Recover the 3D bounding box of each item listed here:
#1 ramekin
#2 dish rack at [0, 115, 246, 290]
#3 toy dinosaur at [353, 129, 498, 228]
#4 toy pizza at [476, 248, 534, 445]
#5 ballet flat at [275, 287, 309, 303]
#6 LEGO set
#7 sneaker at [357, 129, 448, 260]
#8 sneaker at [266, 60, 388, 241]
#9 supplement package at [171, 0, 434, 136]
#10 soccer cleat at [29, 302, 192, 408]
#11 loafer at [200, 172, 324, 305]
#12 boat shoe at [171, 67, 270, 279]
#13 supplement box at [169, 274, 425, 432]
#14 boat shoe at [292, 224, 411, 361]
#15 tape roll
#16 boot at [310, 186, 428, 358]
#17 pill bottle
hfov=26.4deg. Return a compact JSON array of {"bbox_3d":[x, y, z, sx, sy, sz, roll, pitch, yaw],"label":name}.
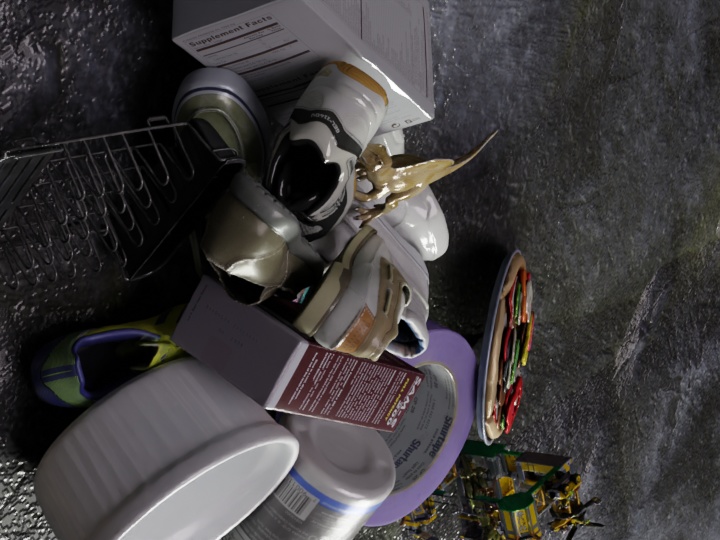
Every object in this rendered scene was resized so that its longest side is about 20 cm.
[{"bbox_3d":[-0.155,0.156,1.191,0.200,0.098,0.201,-33,161,-13],"label":"ramekin"},{"bbox_3d":[-0.195,-0.042,1.068,0.200,0.055,0.153,-14,155,-45],"label":"dish rack"},{"bbox_3d":[0.037,-0.077,1.254,0.200,0.101,0.058,-8,81,-55],"label":"toy dinosaur"},{"bbox_3d":[0.152,0.079,1.555,0.200,0.032,0.201,9,90,-77],"label":"toy pizza"},{"bbox_3d":[-0.104,0.073,1.297,0.071,0.069,0.201,20,90,-35],"label":"ballet flat"},{"bbox_3d":[0.142,0.260,1.589,0.154,0.199,0.116,-37,119,-51],"label":"LEGO set"},{"bbox_3d":[0.009,-0.070,1.352,0.088,0.075,0.200,-40,131,-12],"label":"sneaker"},{"bbox_3d":[-0.044,-0.070,1.141,0.088,0.075,0.200,-57,173,-32],"label":"sneaker"},{"bbox_3d":[-0.039,-0.189,1.149,0.200,0.109,0.114,35,47,-52],"label":"supplement package"},{"bbox_3d":[-0.159,0.065,1.188,0.200,0.084,0.065,-14,90,-42],"label":"soccer cleat"},{"bbox_3d":[-0.080,-0.013,1.116,0.070,0.075,0.200,-47,165,-6],"label":"loafer"},{"bbox_3d":[-0.104,-0.066,1.167,0.200,0.072,0.062,87,5,-51],"label":"boat shoe"},{"bbox_3d":[-0.045,0.068,1.207,0.200,0.109,0.061,19,101,-58],"label":"supplement box"},{"bbox_3d":[0.000,0.022,1.185,0.075,0.068,0.200,-54,-178,19],"label":"boat shoe"},{"bbox_3d":[0.018,0.134,1.453,0.200,0.085,0.201,-27,129,-38],"label":"tape roll"},{"bbox_3d":[0.000,0.000,1.314,0.073,0.096,0.200,-28,138,26],"label":"boot"},{"bbox_3d":[-0.066,0.216,1.330,0.114,0.114,0.200,-3,137,-49],"label":"pill bottle"}]
